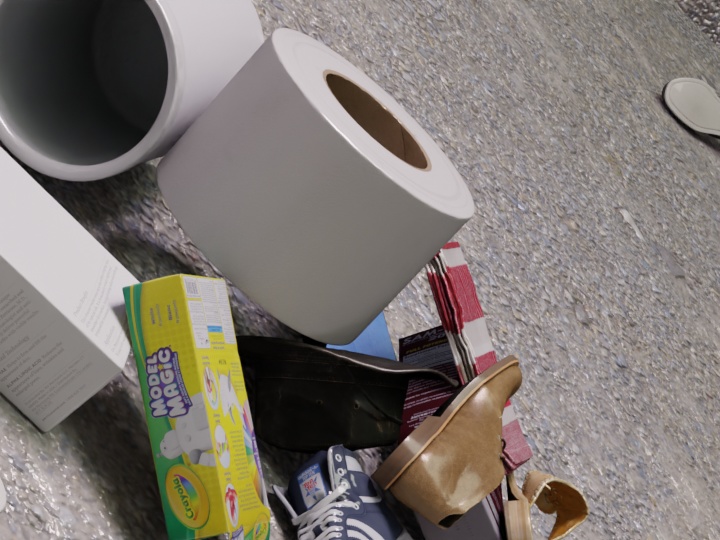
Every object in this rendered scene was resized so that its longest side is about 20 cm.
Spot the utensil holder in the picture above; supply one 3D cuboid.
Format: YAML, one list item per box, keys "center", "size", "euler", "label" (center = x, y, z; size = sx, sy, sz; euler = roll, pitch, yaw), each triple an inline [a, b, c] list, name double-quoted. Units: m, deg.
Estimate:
- center: [-0.181, -0.164, 1.696]
  size: [0.170, 0.170, 0.200]
  euler: [53, 19, 4]
  label: "utensil holder"

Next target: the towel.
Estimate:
- center: [0.100, 0.071, 1.839]
  size: [0.144, 0.023, 0.201]
  euler: [-6, 78, -79]
  label: "towel"

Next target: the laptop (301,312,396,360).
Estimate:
- center: [0.000, 0.000, 1.869]
  size: [0.115, 0.201, 0.188]
  euler: [2, 43, -18]
  label: "laptop"

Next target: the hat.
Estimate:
- center: [-0.028, 0.101, 1.672]
  size: [0.200, 0.200, 0.081]
  euler: [15, 83, -56]
  label: "hat"

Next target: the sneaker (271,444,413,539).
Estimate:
- center: [-0.022, 0.194, 1.576]
  size: [0.109, 0.070, 0.200]
  euler: [57, 15, -1]
  label: "sneaker"

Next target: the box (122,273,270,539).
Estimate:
- center: [-0.107, 0.106, 1.482]
  size: [0.117, 0.048, 0.201]
  euler: [13, 64, -78]
  label: "box"

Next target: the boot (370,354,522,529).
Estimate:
- center: [0.084, 0.133, 1.683]
  size: [0.075, 0.074, 0.200]
  euler: [42, 38, 5]
  label: "boot"

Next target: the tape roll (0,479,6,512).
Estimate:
- center: [-0.283, 0.085, 1.185]
  size: [0.202, 0.037, 0.203]
  euler: [36, 4, -3]
  label: "tape roll"

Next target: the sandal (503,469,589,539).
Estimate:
- center: [0.158, 0.208, 1.834]
  size: [0.212, 0.069, 0.078]
  euler: [-44, 127, -84]
  label: "sandal"

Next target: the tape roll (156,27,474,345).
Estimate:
- center: [-0.033, -0.063, 1.630]
  size: [0.202, 0.139, 0.203]
  euler: [39, 18, -15]
  label: "tape roll"

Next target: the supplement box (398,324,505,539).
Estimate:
- center: [0.075, 0.144, 1.815]
  size: [0.200, 0.061, 0.109]
  euler: [-87, 157, -58]
  label: "supplement box"

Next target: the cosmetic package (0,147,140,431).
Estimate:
- center: [-0.241, -0.005, 1.446]
  size: [0.200, 0.081, 0.113]
  euler: [45, 23, -14]
  label: "cosmetic package"

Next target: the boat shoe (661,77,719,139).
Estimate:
- center: [0.526, -0.243, 3.334]
  size: [0.199, 0.074, 0.060]
  euler: [15, -2, -33]
  label: "boat shoe"
